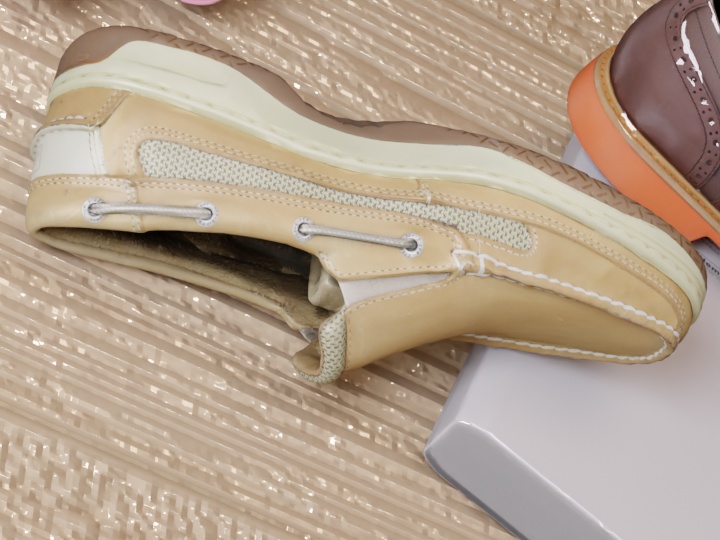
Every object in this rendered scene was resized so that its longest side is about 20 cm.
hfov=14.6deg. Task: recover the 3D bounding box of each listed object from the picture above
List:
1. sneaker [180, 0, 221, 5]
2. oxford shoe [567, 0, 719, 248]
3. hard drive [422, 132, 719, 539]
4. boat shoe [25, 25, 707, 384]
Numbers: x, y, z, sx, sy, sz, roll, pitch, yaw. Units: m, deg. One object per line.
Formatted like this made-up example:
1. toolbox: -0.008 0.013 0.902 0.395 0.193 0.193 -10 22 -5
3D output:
1. sneaker: -0.040 -0.122 0.890 0.199 0.070 0.082 -7 78 -41
2. oxford shoe: 0.163 -0.015 0.914 0.200 0.073 0.071 36 39 -11
3. hard drive: 0.104 0.033 0.899 0.132 0.027 0.200 39 39 -8
4. boat shoe: 0.000 0.000 0.804 0.199 0.072 0.076 17 61 -5
